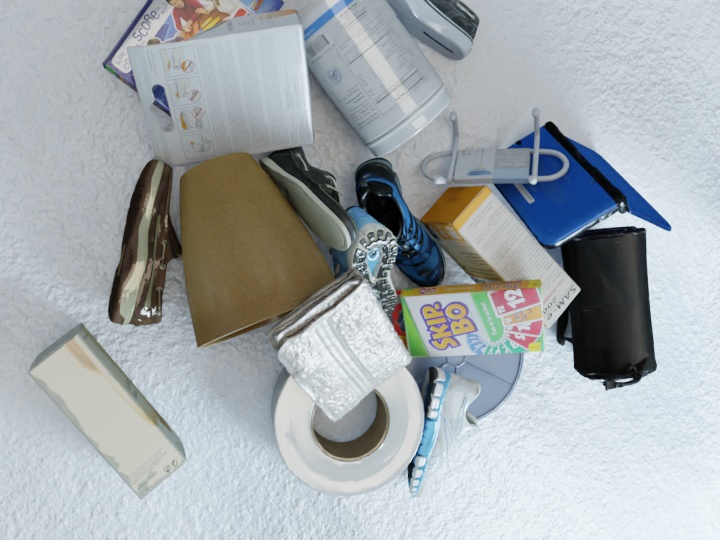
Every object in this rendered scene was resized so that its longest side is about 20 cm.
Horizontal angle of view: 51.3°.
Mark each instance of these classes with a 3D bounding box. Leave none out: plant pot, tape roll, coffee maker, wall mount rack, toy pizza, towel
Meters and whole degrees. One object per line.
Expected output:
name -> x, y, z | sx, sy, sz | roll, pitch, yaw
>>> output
plant pot -> -0.143, -0.032, 0.907 | 0.185, 0.186, 0.202 | -21, 87, -15
tape roll -> -0.019, 0.191, 0.992 | 0.200, 0.071, 0.205 | -1, 96, -10
coffee maker -> 0.355, 0.041, 1.047 | 0.133, 0.192, 0.202 | -8, 95, -2
wall mount rack -> 0.168, -0.143, 0.972 | 0.198, 0.175, 0.075 | 1, 134, 15
toy pizza -> 0.131, 0.119, 1.055 | 0.198, 0.032, 0.203 | -1, 98, -5
towel -> -0.018, 0.094, 0.878 | 0.132, 0.035, 0.200 | -37, 138, -4

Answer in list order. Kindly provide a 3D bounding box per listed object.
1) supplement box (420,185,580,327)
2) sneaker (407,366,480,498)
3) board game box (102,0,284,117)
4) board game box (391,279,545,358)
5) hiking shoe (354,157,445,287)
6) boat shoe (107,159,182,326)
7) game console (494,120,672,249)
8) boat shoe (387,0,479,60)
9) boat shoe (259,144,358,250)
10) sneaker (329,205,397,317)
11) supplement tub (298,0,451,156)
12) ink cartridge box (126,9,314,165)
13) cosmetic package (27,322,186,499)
supplement box -> 0.187, -0.020, 1.024 | 0.200, 0.126, 0.074 | 44, 82, -15
sneaker -> 0.116, 0.230, 1.020 | 0.086, 0.075, 0.202 | 9, 114, -8
board game box -> -0.205, -0.292, 0.928 | 0.135, 0.034, 0.201 | 36, 83, -16
board game box -> 0.139, 0.065, 0.984 | 0.198, 0.030, 0.096 | -3, 116, 13
hiking shoe -> 0.047, -0.046, 0.983 | 0.074, 0.087, 0.201 | -26, 114, 22
boat shoe -> -0.252, -0.031, 0.921 | 0.074, 0.075, 0.204 | 12, 98, -28
game console -> 0.295, -0.102, 1.032 | 0.170, 0.201, 0.119 | -31, 133, 5
boat shoe -> 0.075, -0.363, 1.001 | 0.199, 0.072, 0.072 | 31, 76, -27
boat shoe -> -0.054, -0.097, 0.915 | 0.067, 0.200, 0.072 | -28, 135, -16
sneaker -> 0.000, 0.000, 0.968 | 0.078, 0.090, 0.201 | -12, 137, -22
supplement tub -> 0.009, -0.262, 0.948 | 0.132, 0.132, 0.201 | -42, 105, -10
ink cartridge box -> -0.160, -0.214, 0.897 | 0.198, 0.050, 0.163 | -8, 132, -5
cosmetic package -> -0.300, 0.165, 0.899 | 0.071, 0.105, 0.201 | -39, 105, -12
